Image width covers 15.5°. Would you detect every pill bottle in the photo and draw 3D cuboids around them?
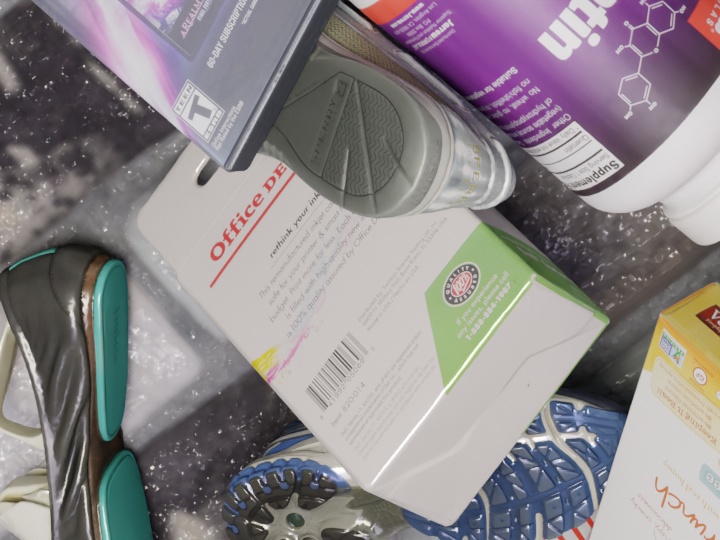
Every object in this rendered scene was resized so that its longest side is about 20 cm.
[{"bbox_3d":[0.094,-0.103,1.113,0.200,0.113,0.113,39,110,-12],"label":"pill bottle"}]

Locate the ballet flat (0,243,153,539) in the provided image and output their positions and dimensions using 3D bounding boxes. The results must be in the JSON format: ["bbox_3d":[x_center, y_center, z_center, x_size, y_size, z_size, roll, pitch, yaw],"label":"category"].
[{"bbox_3d":[-0.136,0.085,1.240,0.068,0.068,0.202,0,103,15],"label":"ballet flat"}]

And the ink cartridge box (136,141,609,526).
[{"bbox_3d":[0.000,0.000,1.144,0.117,0.200,0.067,-52,141,10],"label":"ink cartridge box"}]

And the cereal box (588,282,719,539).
[{"bbox_3d":[0.162,0.122,1.099,0.144,0.039,0.201,43,143,29],"label":"cereal box"}]

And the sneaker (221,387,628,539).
[{"bbox_3d":[0.034,0.077,1.199,0.199,0.085,0.077,-11,116,25],"label":"sneaker"}]

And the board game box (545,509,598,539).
[{"bbox_3d":[0.174,0.153,1.215,0.151,0.046,0.201,-19,113,45],"label":"board game box"}]

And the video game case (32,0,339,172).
[{"bbox_3d":[-0.086,-0.157,1.096,0.200,0.019,0.143,40,114,24],"label":"video game case"}]

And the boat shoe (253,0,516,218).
[{"bbox_3d":[-0.016,-0.077,1.110,0.064,0.202,0.075,8,108,-42],"label":"boat shoe"}]
